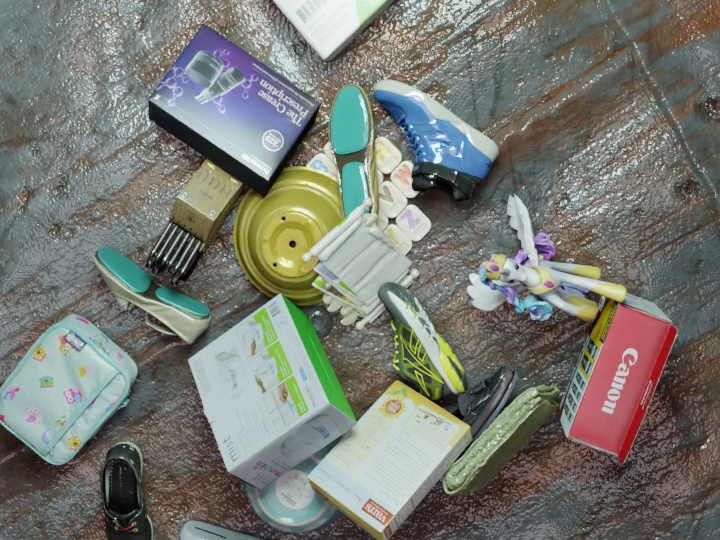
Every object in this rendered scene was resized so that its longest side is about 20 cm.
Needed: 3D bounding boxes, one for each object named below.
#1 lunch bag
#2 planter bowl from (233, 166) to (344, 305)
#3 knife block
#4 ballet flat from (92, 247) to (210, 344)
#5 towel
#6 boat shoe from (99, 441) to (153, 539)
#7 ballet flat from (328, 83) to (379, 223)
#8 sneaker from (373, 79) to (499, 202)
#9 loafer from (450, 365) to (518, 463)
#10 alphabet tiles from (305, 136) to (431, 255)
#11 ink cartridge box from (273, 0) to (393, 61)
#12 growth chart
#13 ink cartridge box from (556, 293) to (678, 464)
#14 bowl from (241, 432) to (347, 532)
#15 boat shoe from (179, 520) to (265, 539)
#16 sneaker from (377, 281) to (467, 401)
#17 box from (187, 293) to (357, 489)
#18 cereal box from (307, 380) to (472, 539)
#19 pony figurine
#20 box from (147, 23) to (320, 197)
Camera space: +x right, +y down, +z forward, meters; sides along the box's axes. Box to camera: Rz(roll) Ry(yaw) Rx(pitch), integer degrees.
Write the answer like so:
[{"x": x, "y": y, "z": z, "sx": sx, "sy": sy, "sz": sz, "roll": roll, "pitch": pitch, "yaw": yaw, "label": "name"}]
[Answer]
[{"x": -0.435, "y": 0.178, "z": 1.620, "sx": 0.160, "sy": 0.077, "sz": 0.200, "roll": 42, "pitch": 100, "yaw": -2, "label": "lunch bag"}, {"x": -0.091, "y": -0.043, "z": 1.541, "sx": 0.196, "sy": 0.083, "sz": 0.204, "roll": 1, "pitch": 99, "yaw": 5, "label": "planter bowl"}, {"x": -0.233, "y": -0.076, "z": 1.582, "sx": 0.063, "sy": 0.176, "sz": 0.201, "roll": 32, "pitch": 55, "yaw": -2, "label": "knife block"}, {"x": -0.316, "y": 0.044, "z": 1.600, "sx": 0.198, "sy": 0.069, "sz": 0.070, "roll": 31, "pitch": 100, "yaw": -1, "label": "ballet flat"}, {"x": 0.204, "y": 0.240, "z": 1.550, "sx": 0.036, "sy": 0.148, "sz": 0.201, "roll": 43, "pitch": 100, "yaw": 23, "label": "towel"}, {"x": -0.359, "y": 0.367, "z": 1.652, "sx": 0.072, "sy": 0.063, "sz": 0.205, "roll": -2, "pitch": 100, "yaw": 2, "label": "boat shoe"}, {"x": -0.006, "y": -0.157, "z": 1.529, "sx": 0.067, "sy": 0.063, "sz": 0.204, "roll": -3, "pitch": 87, "yaw": 18, "label": "ballet flat"}, {"x": 0.086, "y": -0.173, "z": 1.517, "sx": 0.198, "sy": 0.077, "sz": 0.112, "roll": 32, "pitch": 82, "yaw": -7, "label": "sneaker"}, {"x": 0.152, "y": 0.210, "z": 1.563, "sx": 0.062, "sy": 0.072, "sz": 0.201, "roll": 32, "pitch": 118, "yaw": 0, "label": "loafer"}, {"x": -0.002, "y": -0.091, "z": 1.576, "sx": 0.196, "sy": 0.015, "sz": 0.200, "roll": 44, "pitch": 100, "yaw": -2, "label": "alphabet tiles"}, {"x": -0.059, "y": -0.413, "z": 1.495, "sx": 0.145, "sy": 0.084, "sz": 0.201, "roll": -40, "pitch": 94, "yaw": 9, "label": "ink cartridge box"}, {"x": 0.000, "y": 0.000, "z": 1.531, "sx": 0.144, "sy": 0.018, "sz": 0.200, "roll": -37, "pitch": 136, "yaw": 3, "label": "growth chart"}, {"x": 0.351, "y": 0.141, "z": 1.501, "sx": 0.083, "sy": 0.176, "sz": 0.203, "roll": 19, "pitch": 99, "yaw": 1, "label": "ink cartridge box"}, {"x": -0.093, "y": 0.301, "z": 1.598, "sx": 0.197, "sy": 0.105, "sz": 0.205, "roll": 1, "pitch": 98, "yaw": 5, "label": "bowl"}, {"x": -0.186, "y": 0.446, "z": 1.653, "sx": 0.197, "sy": 0.072, "sz": 0.072, "roll": 20, "pitch": 109, "yaw": 12, "label": "boat shoe"}, {"x": 0.074, "y": 0.111, "z": 1.564, "sx": 0.084, "sy": 0.075, "sz": 0.201, "roll": -32, "pitch": 102, "yaw": 14, "label": "sneaker"}, {"x": -0.129, "y": 0.170, "z": 1.532, "sx": 0.175, "sy": 0.097, "sz": 0.201, "roll": -36, "pitch": 54, "yaw": 9, "label": "box"}, {"x": 0.042, "y": 0.262, "z": 1.516, "sx": 0.143, "sy": 0.040, "sz": 0.200, "roll": 30, "pitch": 63, "yaw": 33, "label": "cereal box"}, {"x": 0.240, "y": 0.001, "z": 1.491, "sx": 0.197, "sy": 0.193, "sz": 0.169, "roll": 17, "pitch": 102, "yaw": -11, "label": "pony figurine"}, {"x": -0.176, "y": -0.222, "z": 1.512, "sx": 0.198, "sy": 0.079, "sz": 0.142, "roll": 33, "pitch": 75, "yaw": -1, "label": "box"}]
